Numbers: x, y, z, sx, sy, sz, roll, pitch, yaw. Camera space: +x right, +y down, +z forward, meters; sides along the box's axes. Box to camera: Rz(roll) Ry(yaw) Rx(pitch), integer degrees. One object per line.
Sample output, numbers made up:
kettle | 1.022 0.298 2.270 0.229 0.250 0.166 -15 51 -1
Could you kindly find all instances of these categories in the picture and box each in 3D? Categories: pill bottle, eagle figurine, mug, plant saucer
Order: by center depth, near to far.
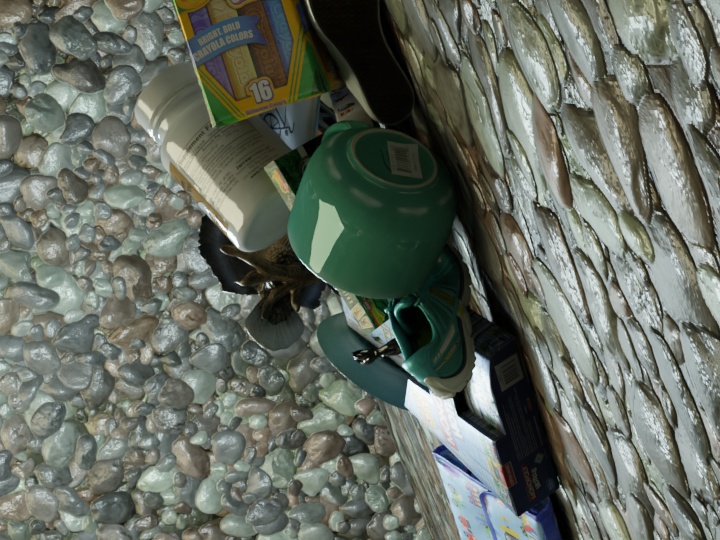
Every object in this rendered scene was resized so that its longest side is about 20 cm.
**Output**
mug | 0.005 -0.075 1.387 0.185 0.152 0.115 38 133 18
pill bottle | -0.148 -0.126 1.543 0.200 0.114 0.114 47 168 18
eagle figurine | -0.095 -0.016 1.657 0.152 0.151 0.200 59 176 -18
plant saucer | 0.040 0.107 1.848 0.036 0.199 0.200 -60 32 23

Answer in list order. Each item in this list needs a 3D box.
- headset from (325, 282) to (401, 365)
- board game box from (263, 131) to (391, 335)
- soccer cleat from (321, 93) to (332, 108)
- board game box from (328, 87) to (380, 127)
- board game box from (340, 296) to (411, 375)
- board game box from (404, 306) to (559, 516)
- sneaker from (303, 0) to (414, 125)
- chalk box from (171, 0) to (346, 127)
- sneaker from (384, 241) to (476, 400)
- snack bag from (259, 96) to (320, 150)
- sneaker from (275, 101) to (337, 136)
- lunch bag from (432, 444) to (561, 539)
headset | 0.000 0.000 1.569 0.123 0.094 0.201 -18 -92 -57
board game box | -0.012 -0.042 1.484 0.023 0.105 0.200 -28 95 45
soccer cleat | -0.012 -0.154 1.788 0.200 0.069 0.078 61 -174 -16
board game box | 0.008 -0.145 1.584 0.127 0.035 0.200 62 -175 -22
board game box | 0.061 0.072 1.696 0.199 0.041 0.200 38 164 18
board game box | 0.107 0.126 1.508 0.200 0.062 0.201 31 147 54
sneaker | -0.014 -0.239 1.411 0.085 0.073 0.201 -132 19 -68
chalk box | -0.105 -0.260 1.426 0.124 0.123 0.201 -46 -59 -72
sneaker | 0.064 0.032 1.423 0.080 0.077 0.200 30 -145 -35
snack bag | -0.107 -0.219 1.573 0.200 0.021 0.189 28 121 41
sneaker | -0.036 -0.147 1.679 0.200 0.078 0.078 47 -137 -58
lunch bag | 0.184 0.283 1.625 0.200 0.094 0.151 38 151 55
